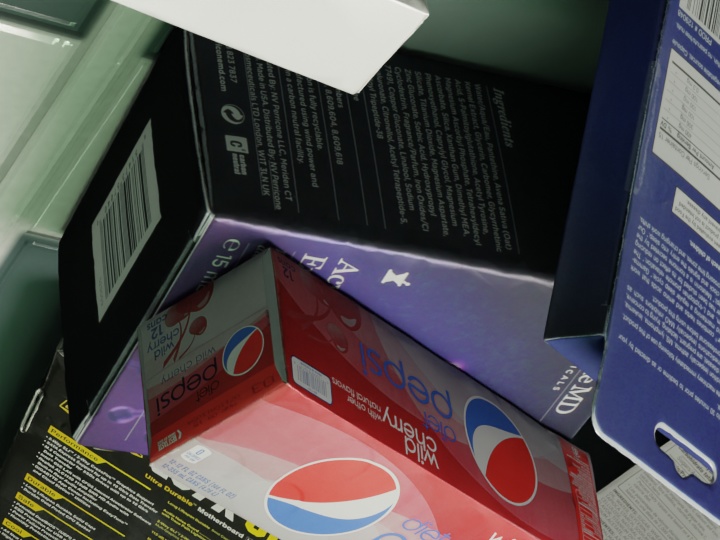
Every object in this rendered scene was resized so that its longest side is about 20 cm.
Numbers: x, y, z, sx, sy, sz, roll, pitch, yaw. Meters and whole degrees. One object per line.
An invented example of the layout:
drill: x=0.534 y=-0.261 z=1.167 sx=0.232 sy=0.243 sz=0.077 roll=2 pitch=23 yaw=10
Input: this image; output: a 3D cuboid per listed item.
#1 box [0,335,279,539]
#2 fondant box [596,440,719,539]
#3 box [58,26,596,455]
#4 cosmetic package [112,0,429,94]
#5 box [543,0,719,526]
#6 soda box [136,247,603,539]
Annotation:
box: x=-0.059 y=0.118 z=1.268 sx=0.199 sy=0.049 sz=0.160 roll=31 pitch=134 yaw=2
fondant box: x=0.114 y=0.140 z=1.314 sx=0.200 sy=0.058 sz=0.145 roll=-29 pitch=159 yaw=-40
box: x=0.000 y=0.000 z=1.160 sx=0.199 sy=0.105 sz=0.148 roll=10 pitch=138 yaw=-22
cosmetic package: x=-0.073 y=-0.132 z=0.993 sx=0.199 sy=0.083 sz=0.051 roll=19 pitch=135 yaw=-32
box: x=0.121 y=-0.010 z=1.097 sx=0.032 sy=0.201 sz=0.121 roll=-8 pitch=149 yaw=37
soda box: x=0.007 y=0.071 z=1.115 sx=0.070 sy=0.064 sz=0.200 roll=-31 pitch=137 yaw=26
